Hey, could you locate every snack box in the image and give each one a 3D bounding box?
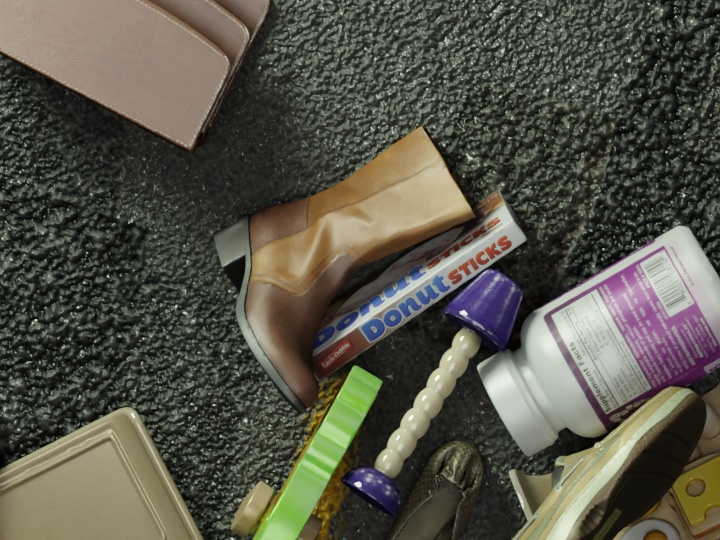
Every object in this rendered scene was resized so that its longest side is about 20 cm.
[{"bbox_3d":[0.039,0.011,1.709,0.199,0.072,0.024,-34,112,7],"label":"snack box"}]

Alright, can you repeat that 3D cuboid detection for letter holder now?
[{"bbox_3d":[-0.183,-0.202,1.676,0.199,0.101,0.143,27,97,-1],"label":"letter holder"}]

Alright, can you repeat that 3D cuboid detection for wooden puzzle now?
[{"bbox_3d":[-0.226,0.230,1.776,0.199,0.037,0.186,-26,96,12],"label":"wooden puzzle"}]

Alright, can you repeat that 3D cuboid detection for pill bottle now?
[{"bbox_3d":[0.196,0.061,1.690,0.199,0.112,0.113,-31,96,7],"label":"pill bottle"}]

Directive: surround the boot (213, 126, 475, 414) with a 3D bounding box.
[{"bbox_3d":[0.000,0.000,1.677,0.199,0.189,0.069,-25,135,6],"label":"boot"}]

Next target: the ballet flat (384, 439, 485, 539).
[{"bbox_3d":[0.047,0.231,1.755,0.067,0.046,0.201,26,99,-1],"label":"ballet flat"}]

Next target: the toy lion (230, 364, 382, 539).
[{"bbox_3d":[-0.046,0.170,1.681,0.068,0.200,0.193,31,118,0],"label":"toy lion"}]

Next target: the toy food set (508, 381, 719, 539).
[{"bbox_3d":[0.228,0.172,1.689,0.199,0.144,0.061,-28,141,7],"label":"toy food set"}]

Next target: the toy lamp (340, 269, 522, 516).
[{"bbox_3d":[0.059,0.090,1.659,0.058,0.058,0.201,33,79,-3],"label":"toy lamp"}]

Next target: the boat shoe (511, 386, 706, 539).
[{"bbox_3d":[0.179,0.160,1.651,0.200,0.076,0.072,-48,136,-7],"label":"boat shoe"}]
